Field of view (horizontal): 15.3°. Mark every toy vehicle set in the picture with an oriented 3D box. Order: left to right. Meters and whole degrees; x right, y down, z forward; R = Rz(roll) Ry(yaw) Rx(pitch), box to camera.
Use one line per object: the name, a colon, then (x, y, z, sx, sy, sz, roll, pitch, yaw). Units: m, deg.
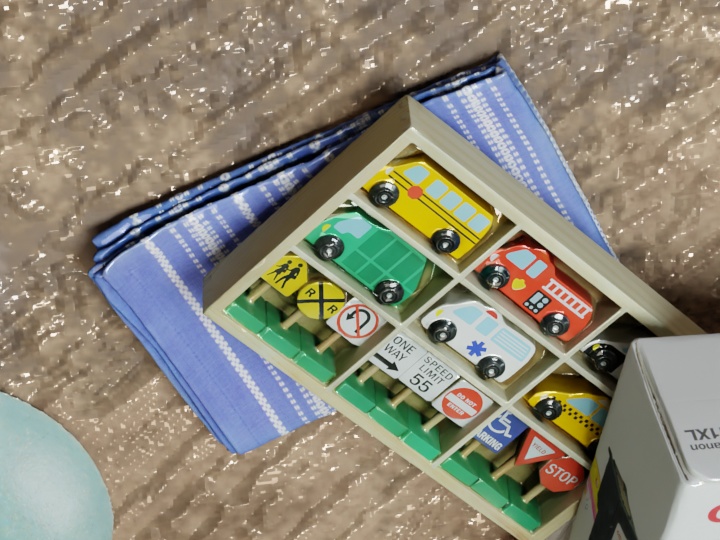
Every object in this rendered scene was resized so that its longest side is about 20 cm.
toy vehicle set: (0.047, 0.026, 1.135, 0.200, 0.027, 0.124, 36, 115, -26)

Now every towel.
towel: (0.000, 0.000, 1.149, 0.200, 0.024, 0.145, -24, 130, 11)

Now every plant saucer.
plant saucer: (-0.212, 0.132, 1.215, 0.201, 0.039, 0.201, -4, 129, -5)

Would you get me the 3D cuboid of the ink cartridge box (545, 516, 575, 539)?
ink cartridge box: (0.147, 0.147, 1.282, 0.161, 0.050, 0.200, 17, 128, -22)

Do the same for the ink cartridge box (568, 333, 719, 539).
ink cartridge box: (0.174, 0.119, 1.157, 0.145, 0.083, 0.200, -3, 136, -15)
